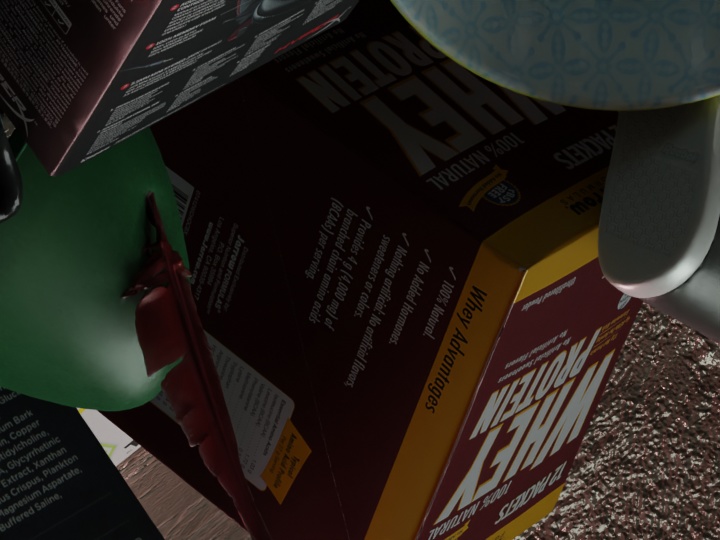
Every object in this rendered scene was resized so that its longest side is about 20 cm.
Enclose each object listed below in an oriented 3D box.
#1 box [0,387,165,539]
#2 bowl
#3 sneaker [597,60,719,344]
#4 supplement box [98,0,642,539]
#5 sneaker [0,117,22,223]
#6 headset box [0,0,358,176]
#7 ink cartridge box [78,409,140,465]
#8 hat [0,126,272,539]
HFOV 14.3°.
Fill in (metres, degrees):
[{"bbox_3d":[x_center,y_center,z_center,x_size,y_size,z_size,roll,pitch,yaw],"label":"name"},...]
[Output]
[{"bbox_3d":[-0.191,0.111,1.191,0.117,0.201,0.197,-30,170,-32],"label":"box"},{"bbox_3d":[0.097,-0.171,1.067,0.200,0.200,0.108,-43,-157,34],"label":"bowl"},{"bbox_3d":[0.155,-0.053,1.137,0.070,0.099,0.201,-12,-130,40],"label":"sneaker"},{"bbox_3d":[0.000,0.000,1.205,0.133,0.200,0.198,-28,146,-48],"label":"supplement box"},{"bbox_3d":[-0.147,-0.061,0.884,0.075,0.079,0.200,-37,170,3],"label":"sneaker"},{"bbox_3d":[-0.038,-0.134,0.945,0.148,0.075,0.200,-32,170,-34],"label":"headset box"},{"bbox_3d":[-0.153,0.082,1.435,0.148,0.076,0.200,-38,153,9],"label":"ink cartridge box"},{"bbox_3d":[-0.068,0.021,1.071,0.201,0.175,0.166,-63,-175,-27],"label":"hat"}]
